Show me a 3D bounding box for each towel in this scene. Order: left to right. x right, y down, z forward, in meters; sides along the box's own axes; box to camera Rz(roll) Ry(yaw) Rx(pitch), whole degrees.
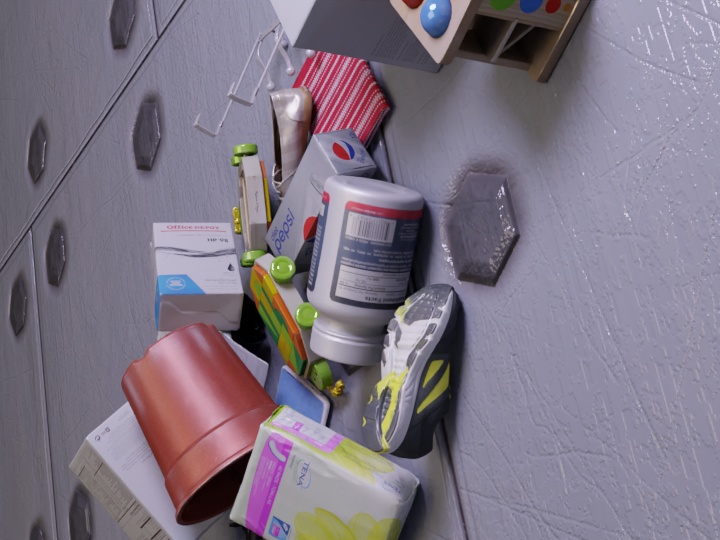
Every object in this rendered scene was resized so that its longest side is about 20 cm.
[{"bbox_3d":[-0.028,-0.225,1.526,0.145,0.022,0.202,-58,43,37],"label":"towel"}]

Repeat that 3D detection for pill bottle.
[{"bbox_3d":[0.000,0.000,1.375,0.119,0.118,0.203,28,110,54],"label":"pill bottle"}]

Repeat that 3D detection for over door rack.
[{"bbox_3d":[-0.127,-0.265,1.574,0.201,0.066,0.147,-58,16,-25],"label":"over door rack"}]

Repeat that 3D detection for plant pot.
[{"bbox_3d":[-0.201,0.189,1.525,0.196,0.199,0.201,54,133,19],"label":"plant pot"}]

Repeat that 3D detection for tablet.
[{"bbox_3d":[-0.091,0.244,1.593,0.130,0.013,0.203,33,115,53],"label":"tablet"}]

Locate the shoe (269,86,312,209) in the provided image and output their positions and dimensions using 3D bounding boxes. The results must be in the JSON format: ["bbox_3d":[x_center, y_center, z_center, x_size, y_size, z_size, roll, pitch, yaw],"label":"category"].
[{"bbox_3d":[-0.100,-0.147,1.581,0.070,0.053,0.203,-138,46,-55],"label":"shoe"}]

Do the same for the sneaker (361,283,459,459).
[{"bbox_3d":[0.067,0.114,1.307,0.074,0.084,0.203,13,78,49],"label":"sneaker"}]

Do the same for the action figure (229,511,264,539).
[{"bbox_3d":[-0.140,0.425,1.572,0.119,0.100,0.203,120,141,-57],"label":"action figure"}]

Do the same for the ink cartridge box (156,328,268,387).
[{"bbox_3d":[-0.203,0.134,1.655,0.198,0.050,0.164,30,125,23],"label":"ink cartridge box"}]

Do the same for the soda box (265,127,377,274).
[{"bbox_3d":[-0.053,-0.083,1.486,0.069,0.063,0.201,58,141,25],"label":"soda box"}]

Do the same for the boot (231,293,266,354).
[{"bbox_3d":[-0.211,0.082,1.732,0.201,0.075,0.169,55,135,35],"label":"boot"}]

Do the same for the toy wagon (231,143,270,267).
[{"bbox_3d":[-0.154,-0.085,1.646,0.200,0.039,0.158,148,117,-80],"label":"toy wagon"}]

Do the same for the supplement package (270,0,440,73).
[{"bbox_3d":[0.014,-0.338,1.307,0.153,0.197,0.152,-57,44,36],"label":"supplement package"}]

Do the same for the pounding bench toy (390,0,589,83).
[{"bbox_3d":[0.139,-0.311,1.151,0.125,0.154,0.202,59,133,41],"label":"pounding bench toy"}]

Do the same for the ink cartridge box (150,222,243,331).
[{"bbox_3d":[-0.232,-0.006,1.636,0.201,0.114,0.067,-108,22,-50],"label":"ink cartridge box"}]

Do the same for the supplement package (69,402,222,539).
[{"bbox_3d":[-0.278,0.284,1.654,0.200,0.151,0.151,48,147,3],"label":"supplement package"}]

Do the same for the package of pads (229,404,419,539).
[{"bbox_3d":[-0.042,0.266,1.382,0.198,0.068,0.156,27,116,13],"label":"package of pads"}]

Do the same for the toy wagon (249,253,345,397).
[{"bbox_3d":[-0.083,0.077,1.513,0.202,0.039,0.156,61,161,18],"label":"toy wagon"}]
